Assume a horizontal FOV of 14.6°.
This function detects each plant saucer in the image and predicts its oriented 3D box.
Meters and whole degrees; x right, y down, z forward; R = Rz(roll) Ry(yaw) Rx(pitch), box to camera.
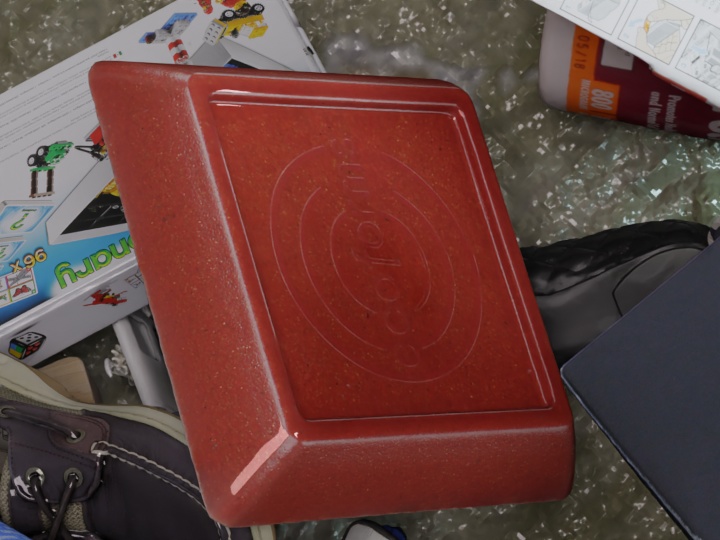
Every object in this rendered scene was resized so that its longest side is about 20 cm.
[{"bbox_3d":[0.000,0.000,1.150,0.037,0.200,0.200,-34,65,43],"label":"plant saucer"}]

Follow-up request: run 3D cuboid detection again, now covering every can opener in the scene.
[{"bbox_3d":[-0.064,0.078,1.216,0.066,0.053,0.200,-34,54,19],"label":"can opener"}]

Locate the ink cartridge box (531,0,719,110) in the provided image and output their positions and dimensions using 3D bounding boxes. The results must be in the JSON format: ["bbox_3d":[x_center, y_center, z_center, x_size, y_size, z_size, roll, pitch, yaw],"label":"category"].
[{"bbox_3d":[0.173,-0.113,1.146,0.200,0.050,0.109,28,98,6],"label":"ink cartridge box"}]

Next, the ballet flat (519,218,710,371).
[{"bbox_3d":[0.073,0.020,1.258,0.200,0.057,0.067,-9,94,10],"label":"ballet flat"}]

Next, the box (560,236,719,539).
[{"bbox_3d":[0.213,0.053,1.054,0.200,0.198,0.123,-39,50,1],"label":"box"}]

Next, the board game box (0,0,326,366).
[{"bbox_3d":[-0.106,-0.045,1.258,0.200,0.035,0.126,-28,54,1],"label":"board game box"}]

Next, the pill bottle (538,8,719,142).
[{"bbox_3d":[0.185,-0.108,1.226,0.200,0.114,0.114,11,83,7],"label":"pill bottle"}]

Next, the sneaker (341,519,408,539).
[{"bbox_3d":[-0.011,0.172,1.228,0.199,0.081,0.115,-10,67,10],"label":"sneaker"}]

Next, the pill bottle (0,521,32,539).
[{"bbox_3d":[-0.168,0.146,1.100,0.200,0.112,0.112,26,84,33],"label":"pill bottle"}]

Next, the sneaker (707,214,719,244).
[{"bbox_3d":[0.191,0.050,1.196,0.146,0.077,0.202,34,81,-18],"label":"sneaker"}]

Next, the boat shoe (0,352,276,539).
[{"bbox_3d":[-0.121,0.086,1.143,0.200,0.065,0.072,22,128,36],"label":"boat shoe"}]

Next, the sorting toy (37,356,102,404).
[{"bbox_3d":[-0.177,0.166,1.205,0.200,0.070,0.199,-23,51,1],"label":"sorting toy"}]
